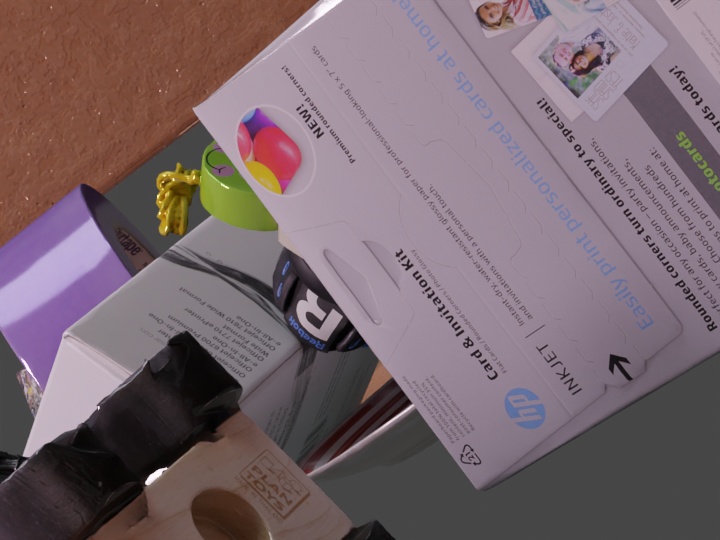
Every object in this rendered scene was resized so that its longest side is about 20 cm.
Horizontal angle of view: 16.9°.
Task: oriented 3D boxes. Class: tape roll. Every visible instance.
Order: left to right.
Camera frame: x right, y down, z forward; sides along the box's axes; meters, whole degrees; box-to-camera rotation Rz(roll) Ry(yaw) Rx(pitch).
[{"bbox_3d":[-0.141,0.049,1.488,0.085,0.200,0.200,-39,2,2],"label":"tape roll"}]

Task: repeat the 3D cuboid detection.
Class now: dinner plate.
[{"bbox_3d":[0.054,0.032,1.013,0.200,0.024,0.200,-38,3,2],"label":"dinner plate"}]

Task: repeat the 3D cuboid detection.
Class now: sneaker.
[{"bbox_3d":[0.000,0.000,1.001,0.112,0.073,0.200,-56,-2,25],"label":"sneaker"}]

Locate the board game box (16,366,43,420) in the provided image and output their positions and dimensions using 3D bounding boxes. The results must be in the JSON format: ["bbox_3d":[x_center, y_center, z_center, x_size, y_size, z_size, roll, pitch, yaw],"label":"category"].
[{"bbox_3d":[-0.133,0.068,1.757,0.159,0.097,0.200,-19,-8,-31],"label":"board game box"}]

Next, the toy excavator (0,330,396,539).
[{"bbox_3d":[-0.074,0.115,0.704,0.200,0.100,0.194,-47,-3,29],"label":"toy excavator"}]

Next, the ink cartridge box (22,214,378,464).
[{"bbox_3d":[-0.067,0.055,1.118,0.200,0.084,0.145,-42,-20,-49],"label":"ink cartridge box"}]

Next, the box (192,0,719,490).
[{"bbox_3d":[0.060,-0.040,0.716,0.200,0.156,0.041,-37,0,42],"label":"box"}]

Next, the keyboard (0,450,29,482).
[{"bbox_3d":[-0.118,0.090,0.892,0.127,0.200,0.021,-54,-25,-79],"label":"keyboard"}]

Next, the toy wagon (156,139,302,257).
[{"bbox_3d":[0.025,-0.030,0.880,0.155,0.200,0.040,-88,3,-57],"label":"toy wagon"}]
